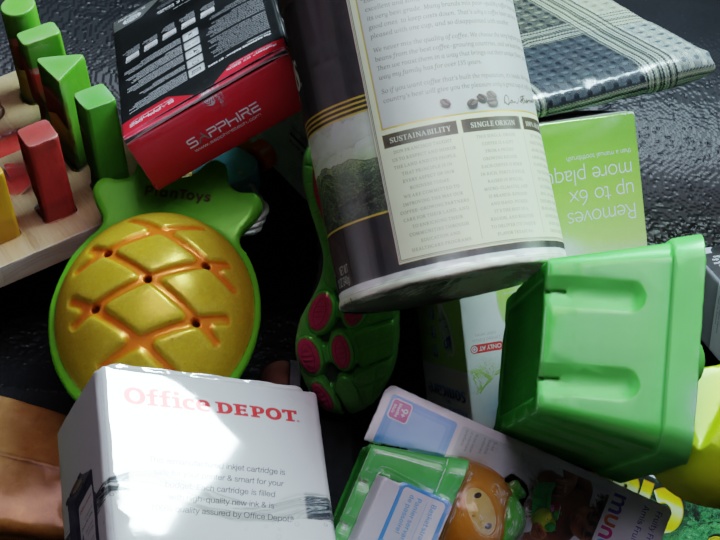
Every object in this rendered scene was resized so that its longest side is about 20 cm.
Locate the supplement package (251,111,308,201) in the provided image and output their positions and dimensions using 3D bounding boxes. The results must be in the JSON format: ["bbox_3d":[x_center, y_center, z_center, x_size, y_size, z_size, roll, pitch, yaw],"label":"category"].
[{"bbox_3d":[0.024,-0.117,1.581,0.156,0.111,0.200,-29,62,-31],"label":"supplement package"}]

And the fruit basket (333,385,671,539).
[{"bbox_3d":[0.072,0.193,1.312,0.200,0.094,0.186,24,82,4],"label":"fruit basket"}]

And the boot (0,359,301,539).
[{"bbox_3d":[-0.145,0.118,1.396,0.199,0.069,0.189,11,56,8],"label":"boot"}]

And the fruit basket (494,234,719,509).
[{"bbox_3d":[0.194,0.070,1.298,0.215,0.216,0.156,7,80,-6],"label":"fruit basket"}]

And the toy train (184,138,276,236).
[{"bbox_3d":[-0.157,-0.045,1.510,0.199,0.056,0.150,0,43,7],"label":"toy train"}]

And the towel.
[{"bbox_3d":[0.118,-0.153,1.500,0.192,0.035,0.200,-15,31,-21],"label":"towel"}]

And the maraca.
[{"bbox_3d":[-0.130,0.011,1.375,0.137,0.107,0.200,8,61,1],"label":"maraca"}]

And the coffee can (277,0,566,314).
[{"bbox_3d":[0.039,-0.086,1.305,0.146,0.146,0.201,-9,82,-19],"label":"coffee can"}]

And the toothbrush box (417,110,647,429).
[{"bbox_3d":[0.116,-0.003,1.450,0.145,0.201,0.086,-8,8,-19],"label":"toothbrush box"}]

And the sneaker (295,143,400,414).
[{"bbox_3d":[0.000,0.000,1.456,0.077,0.201,0.084,4,4,16],"label":"sneaker"}]

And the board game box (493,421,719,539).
[{"bbox_3d":[0.184,0.121,1.409,0.200,0.023,0.105,24,75,-16],"label":"board game box"}]

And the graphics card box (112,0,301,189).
[{"bbox_3d":[-0.103,-0.143,1.435,0.125,0.051,0.200,-29,30,7],"label":"graphics card box"}]

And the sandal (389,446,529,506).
[{"bbox_3d":[0.104,0.171,1.394,0.200,0.075,0.048,19,77,15],"label":"sandal"}]

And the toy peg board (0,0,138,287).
[{"bbox_3d":[-0.263,-0.093,1.463,0.199,0.098,0.200,-24,44,-19],"label":"toy peg board"}]

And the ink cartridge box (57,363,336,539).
[{"bbox_3d":[-0.094,0.167,1.245,0.144,0.084,0.200,8,53,-25],"label":"ink cartridge box"}]

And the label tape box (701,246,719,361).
[{"bbox_3d":[0.335,0.049,1.496,0.143,0.066,0.200,-5,28,-16],"label":"label tape box"}]
